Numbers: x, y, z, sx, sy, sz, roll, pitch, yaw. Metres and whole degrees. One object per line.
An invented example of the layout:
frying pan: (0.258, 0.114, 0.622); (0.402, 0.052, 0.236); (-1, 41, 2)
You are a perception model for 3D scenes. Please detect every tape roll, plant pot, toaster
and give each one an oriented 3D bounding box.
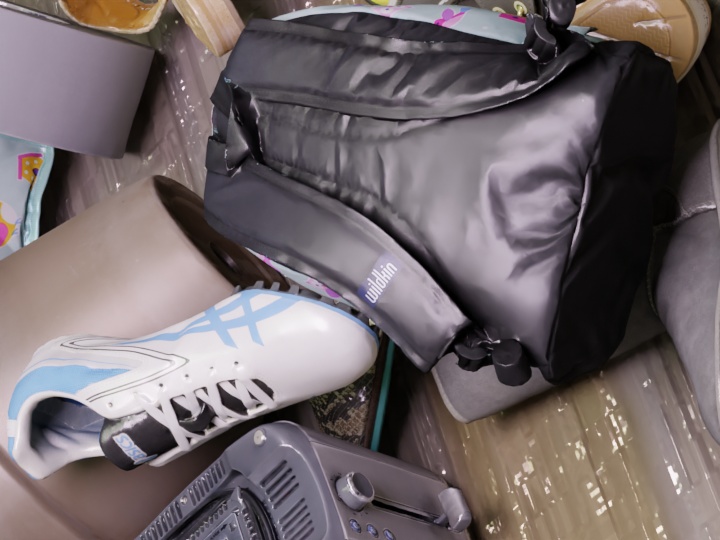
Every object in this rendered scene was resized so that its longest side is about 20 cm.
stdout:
tape roll: (-0.218, -0.121, 1.633); (0.200, 0.200, 0.066); (21, 96, 49)
plant pot: (-0.127, 0.050, 1.512); (0.174, 0.200, 0.200); (-45, 48, 10)
toaster: (-0.034, 0.163, 1.402); (0.200, 0.129, 0.114); (-46, 49, 30)

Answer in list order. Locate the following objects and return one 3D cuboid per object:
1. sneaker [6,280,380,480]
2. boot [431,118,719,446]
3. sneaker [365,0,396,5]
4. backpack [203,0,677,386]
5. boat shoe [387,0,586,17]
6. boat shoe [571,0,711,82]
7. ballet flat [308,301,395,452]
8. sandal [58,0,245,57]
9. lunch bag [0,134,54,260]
sneaker: (-0.077, 0.056, 1.359); (0.200, 0.072, 0.073); (-14, 48, 31)
boot: (0.110, 0.030, 1.321); (0.200, 0.073, 0.182); (-22, 50, 36)
sneaker: (0.060, -0.206, 1.414); (0.200, 0.078, 0.090); (-56, 30, 15)
backpack: (0.030, -0.041, 1.287); (0.200, 0.127, 0.167); (15, 87, 33)
boat shoe: (0.090, -0.143, 1.389); (0.202, 0.072, 0.060); (-33, 53, 35)
boat shoe: (0.081, -0.072, 1.374); (0.200, 0.069, 0.074); (-28, 87, 28)
ballet flat: (0.000, 0.000, 1.448); (0.068, 0.075, 0.200); (-106, 34, -83)
sandal: (-0.131, -0.159, 1.602); (0.070, 0.078, 0.212); (-33, 33, -6)
lunch bag: (-0.299, -0.034, 1.683); (0.170, 0.200, 0.122); (-16, 67, 56)
